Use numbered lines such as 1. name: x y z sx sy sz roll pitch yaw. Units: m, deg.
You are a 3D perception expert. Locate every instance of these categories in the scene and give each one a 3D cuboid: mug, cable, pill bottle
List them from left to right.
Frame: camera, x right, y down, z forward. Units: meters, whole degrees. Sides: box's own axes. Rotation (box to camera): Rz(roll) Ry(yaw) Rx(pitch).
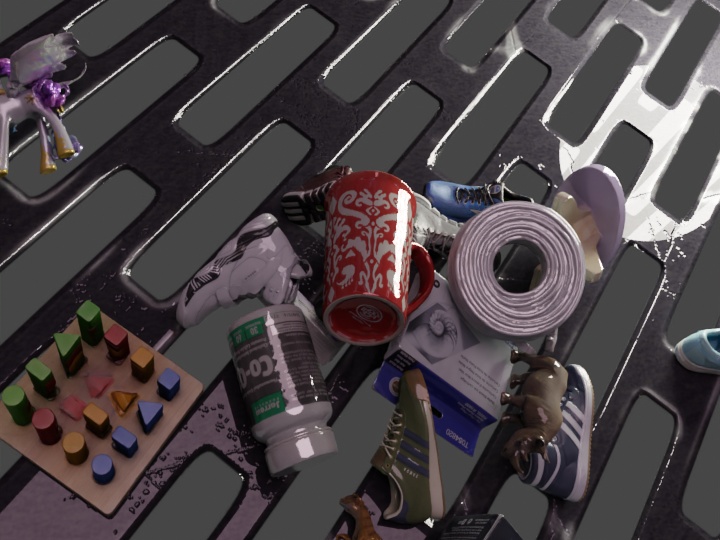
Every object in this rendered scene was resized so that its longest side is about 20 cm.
1. pill bottle: -0.101 0.158 0.967 0.111 0.113 0.204 -12 70 -21
2. mug: 0.030 -0.011 0.969 0.173 0.135 0.203 11 49 -8
3. cable: 0.223 0.001 1.050 0.197 0.069 0.203 23 84 5

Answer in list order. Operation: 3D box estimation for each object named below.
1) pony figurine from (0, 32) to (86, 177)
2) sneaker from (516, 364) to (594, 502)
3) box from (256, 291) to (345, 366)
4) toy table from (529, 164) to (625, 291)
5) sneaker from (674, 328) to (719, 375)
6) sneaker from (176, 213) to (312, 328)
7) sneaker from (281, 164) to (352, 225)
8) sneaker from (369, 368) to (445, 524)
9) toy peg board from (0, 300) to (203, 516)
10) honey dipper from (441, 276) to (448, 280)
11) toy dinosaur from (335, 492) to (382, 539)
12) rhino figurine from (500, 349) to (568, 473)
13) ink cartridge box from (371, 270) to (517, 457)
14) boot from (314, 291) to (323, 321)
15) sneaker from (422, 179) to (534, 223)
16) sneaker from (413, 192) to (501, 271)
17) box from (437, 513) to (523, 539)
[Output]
1. pony figurine: -0.486 -0.248 1.068 0.190 0.166 0.204 -20 85 -16
2. sneaker: 0.278 0.225 1.067 0.106 0.070 0.204 15 63 -10
3. box: -0.105 0.051 1.061 0.200 0.042 0.039 44 24 10
4. toy table: 0.326 -0.057 1.151 0.116 0.204 0.182 -25 36 -33
5. sneaker: 0.628 0.135 1.206 0.195 0.082 0.075 1 63 -15
6. sneaker: -0.160 0.028 1.008 0.115 0.075 0.200 44 91 12
7. sneaker: -0.022 -0.128 1.121 0.197 0.077 0.116 4 40 34
8. sneaker: 0.055 0.240 0.972 0.088 0.067 0.205 -9 90 -9
9. toy peg board: -0.332 0.158 0.914 0.197 0.098 0.201 33 60 3
10. honey dipper: 0.207 0.041 1.164 0.195 0.038 0.039 9 61 -14
11. toy dinosaur: 0.022 0.380 0.920 0.105 0.061 0.202 -23 72 -26
12. rhino figurine: 0.239 0.195 1.013 0.086 0.061 0.202 1 41 22
13. ink cartridge box: 0.132 0.132 1.059 0.198 0.040 0.203 35 58 -18
14. boot: 0.000 0.000 1.091 0.198 0.069 0.178 15 55 -43
15. sneaker: 0.199 -0.121 1.214 0.195 0.090 0.080 10 59 -11
16. sneaker: 0.119 -0.039 1.141 0.198 0.076 0.115 32 33 13
17. box: 0.148 0.439 0.869 0.201 0.124 0.196 49 59 -2
